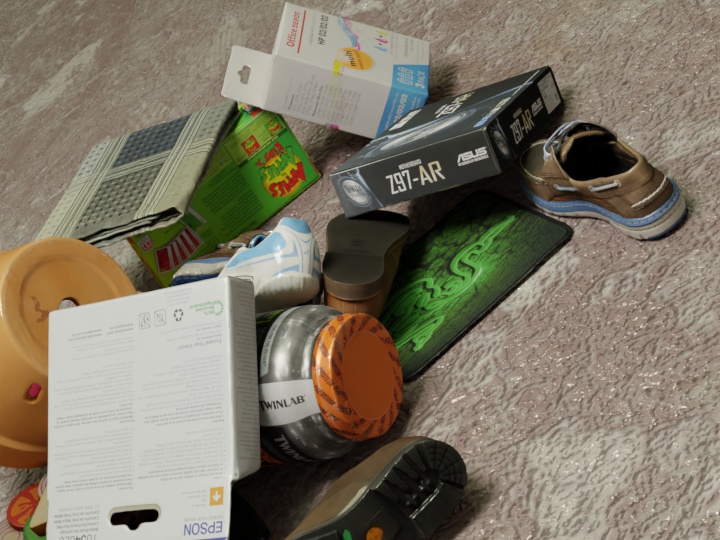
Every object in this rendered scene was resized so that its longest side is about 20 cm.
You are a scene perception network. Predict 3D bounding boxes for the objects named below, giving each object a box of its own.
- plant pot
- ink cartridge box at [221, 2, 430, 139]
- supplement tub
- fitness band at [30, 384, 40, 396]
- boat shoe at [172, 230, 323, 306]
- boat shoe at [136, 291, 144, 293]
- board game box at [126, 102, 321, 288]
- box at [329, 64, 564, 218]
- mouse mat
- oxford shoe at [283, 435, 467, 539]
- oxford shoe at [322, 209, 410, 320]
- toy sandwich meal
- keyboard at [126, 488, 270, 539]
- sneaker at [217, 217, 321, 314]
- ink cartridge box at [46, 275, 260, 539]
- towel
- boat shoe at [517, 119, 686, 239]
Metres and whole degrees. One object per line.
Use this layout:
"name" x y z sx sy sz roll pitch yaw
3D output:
"plant pot" -0.283 0.061 1.408 0.140 0.200 0.201 -34 21 48
"ink cartridge box" -0.033 -0.204 1.601 0.198 0.068 0.116 14 35 -7
"supplement tub" -0.073 0.095 1.266 0.199 0.123 0.123 -11 37 36
"fitness band" -0.394 0.116 1.644 0.199 0.038 0.144 -29 30 7
"boat shoe" -0.097 -0.002 1.469 0.199 0.072 0.072 4 44 48
"boat shoe" -0.183 0.079 1.457 0.071 0.065 0.200 -38 29 -7
"board game box" -0.149 -0.079 1.617 0.200 0.102 0.048 -39 30 -10
"box" 0.083 -0.119 1.443 0.159 0.044 0.200 -15 15 30
"mouse mat" 0.073 0.007 1.367 0.200 0.008 0.161 -42 30 -12
"oxford shoe" -0.013 0.194 1.131 0.199 0.073 0.084 -37 13 -10
"oxford shoe" 0.000 0.000 1.383 0.071 0.072 0.200 7 26 10
"toy sandwich meal" -0.246 0.195 1.344 0.204 0.070 0.206 -25 31 16
"keyboard" -0.167 0.245 1.245 0.199 0.040 0.104 -37 53 -8
"sneaker" -0.095 0.016 1.363 0.200 0.071 0.073 -33 49 49
"ink cartridge box" -0.164 0.118 1.227 0.198 0.040 0.202 -10 74 35
"towel" -0.221 -0.084 1.570 0.191 0.035 0.201 -14 32 27
"boat shoe" 0.192 -0.089 1.321 0.072 0.073 0.200 -43 30 -15
